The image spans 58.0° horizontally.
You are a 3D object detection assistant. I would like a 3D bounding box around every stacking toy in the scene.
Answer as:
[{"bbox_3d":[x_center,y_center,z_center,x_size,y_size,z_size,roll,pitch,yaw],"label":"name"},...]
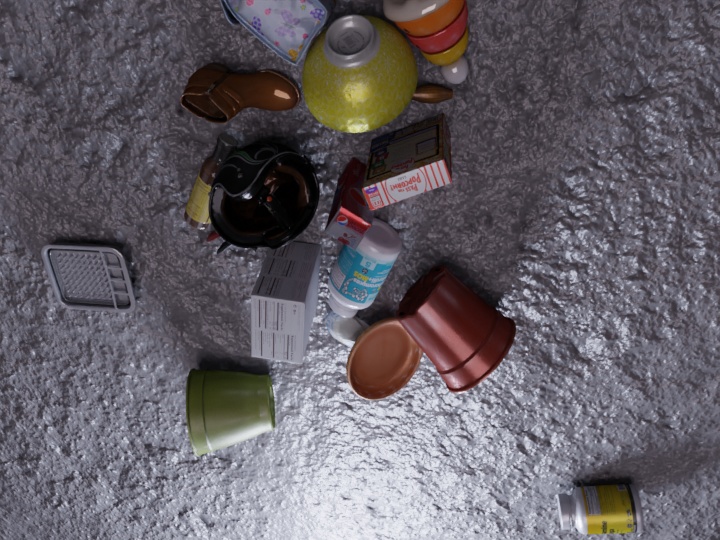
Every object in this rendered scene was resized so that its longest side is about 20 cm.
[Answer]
[{"bbox_3d":[0.134,-0.391,1.072,0.142,0.149,0.201,-19,134,18],"label":"stacking toy"}]

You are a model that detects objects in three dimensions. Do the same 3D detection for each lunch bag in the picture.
[{"bbox_3d":[-0.148,-0.440,1.036,0.198,0.171,0.127,37,113,-16],"label":"lunch bag"}]

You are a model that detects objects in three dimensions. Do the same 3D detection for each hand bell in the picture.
[{"bbox_3d":[0.069,-0.313,1.155,0.193,0.105,0.107,0,125,-8],"label":"hand bell"}]

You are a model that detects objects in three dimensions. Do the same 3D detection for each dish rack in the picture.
[{"bbox_3d":[-0.605,0.009,1.464,0.193,0.044,0.176,2,124,6],"label":"dish rack"}]

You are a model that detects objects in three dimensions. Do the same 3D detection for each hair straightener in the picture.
[{"bbox_3d":[-0.227,-0.082,1.364,0.196,0.041,0.078,-26,117,17],"label":"hair straightener"}]

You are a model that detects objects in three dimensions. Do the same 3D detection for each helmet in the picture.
[{"bbox_3d":[-0.187,-0.141,1.221,0.188,0.200,0.203,6,134,49],"label":"helmet"}]

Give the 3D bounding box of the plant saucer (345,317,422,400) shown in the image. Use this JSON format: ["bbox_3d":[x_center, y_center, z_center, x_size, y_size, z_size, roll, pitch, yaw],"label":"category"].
[{"bbox_3d":[0.051,0.193,1.452,0.195,0.037,0.206,-14,119,-25],"label":"plant saucer"}]

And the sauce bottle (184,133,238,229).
[{"bbox_3d":[-0.294,-0.177,1.291,0.063,0.065,0.202,26,121,-10],"label":"sauce bottle"}]

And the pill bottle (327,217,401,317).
[{"bbox_3d":[0.000,0.000,1.338,0.108,0.112,0.203,22,124,-8],"label":"pill bottle"}]

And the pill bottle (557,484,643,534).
[{"bbox_3d":[0.606,0.609,1.652,0.193,0.114,0.115,-7,122,12],"label":"pill bottle"}]

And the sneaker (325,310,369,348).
[{"bbox_3d":[0.000,0.151,1.473,0.199,0.072,0.072,40,91,-31],"label":"sneaker"}]

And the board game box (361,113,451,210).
[{"bbox_3d":[0.085,-0.196,1.145,0.147,0.202,0.047,-17,121,18],"label":"board game box"}]

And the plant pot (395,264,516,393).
[{"bbox_3d":[0.186,0.109,1.348,0.195,0.202,0.200,44,119,-11],"label":"plant pot"}]

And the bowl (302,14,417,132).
[{"bbox_3d":[-0.008,-0.337,1.035,0.193,0.206,0.108,-3,157,9],"label":"bowl"}]

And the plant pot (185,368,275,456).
[{"bbox_3d":[-0.303,0.328,1.558,0.186,0.202,0.205,-6,124,-3],"label":"plant pot"}]

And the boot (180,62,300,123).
[{"bbox_3d":[-0.210,-0.300,1.143,0.193,0.156,0.075,11,125,0],"label":"boot"}]

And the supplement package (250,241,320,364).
[{"bbox_3d":[-0.151,0.061,1.342,0.107,0.202,0.160,8,125,3],"label":"supplement package"}]

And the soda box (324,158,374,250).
[{"bbox_3d":[-0.012,-0.128,1.201,0.069,0.202,0.064,29,123,-13],"label":"soda box"}]
